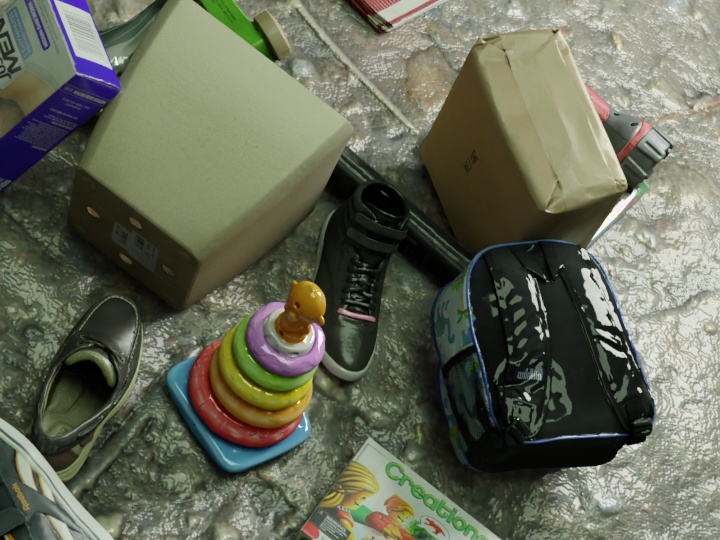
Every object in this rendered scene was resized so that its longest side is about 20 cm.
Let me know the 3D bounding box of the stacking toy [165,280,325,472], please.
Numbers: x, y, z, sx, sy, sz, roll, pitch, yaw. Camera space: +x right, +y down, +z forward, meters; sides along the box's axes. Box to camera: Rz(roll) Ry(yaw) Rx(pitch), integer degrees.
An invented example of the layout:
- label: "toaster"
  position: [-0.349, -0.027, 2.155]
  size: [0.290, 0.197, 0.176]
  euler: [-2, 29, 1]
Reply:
- label: "stacking toy"
  position: [-0.073, 0.069, 1.564]
  size: [0.109, 0.200, 0.116]
  euler: [-23, 68, -37]

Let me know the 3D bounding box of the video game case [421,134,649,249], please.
- label: "video game case"
  position: [0.188, -0.111, 1.955]
  size: [0.200, 0.022, 0.182]
  euler: [44, 48, 7]

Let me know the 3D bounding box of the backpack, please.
- label: "backpack"
  position: [0.153, 0.084, 1.704]
  size: [0.182, 0.147, 0.201]
  euler: [-2, 66, -27]

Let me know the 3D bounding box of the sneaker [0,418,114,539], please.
- label: "sneaker"
  position: [-0.274, 0.192, 1.450]
  size: [0.200, 0.079, 0.079]
  euler: [44, 43, 5]

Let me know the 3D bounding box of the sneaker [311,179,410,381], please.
- label: "sneaker"
  position: [0.000, 0.000, 1.722]
  size: [0.070, 0.099, 0.201]
  euler: [17, 51, -18]

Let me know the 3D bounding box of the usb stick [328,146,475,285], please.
- label: "usb stick"
  position: [0.039, -0.050, 1.810]
  size: [0.200, 0.056, 0.033]
  euler: [41, 65, 5]

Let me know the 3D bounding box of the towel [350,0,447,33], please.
- label: "towel"
  position: [0.005, -0.355, 2.042]
  size: [0.200, 0.023, 0.144]
  euler: [48, 47, 9]

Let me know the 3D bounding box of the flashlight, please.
- label: "flashlight"
  position: [0.241, -0.175, 1.972]
  size: [0.200, 0.068, 0.068]
  euler: [42, 51, 6]

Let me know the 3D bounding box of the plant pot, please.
- label: "plant pot"
  position: [-0.154, -0.087, 1.651]
  size: [0.200, 0.200, 0.177]
  euler: [38, 65, 3]

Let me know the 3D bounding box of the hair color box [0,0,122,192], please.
- label: "hair color box"
  position: [-0.310, -0.147, 1.601]
  size: [0.065, 0.200, 0.110]
  euler: [16, 43, -54]

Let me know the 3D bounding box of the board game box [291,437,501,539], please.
- label: "board game box"
  position: [0.051, 0.252, 1.605]
  size: [0.200, 0.035, 0.126]
  euler: [37, 47, 2]

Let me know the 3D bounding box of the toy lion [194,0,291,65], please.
- label: "toy lion"
  position: [-0.101, -0.193, 1.774]
  size: [0.068, 0.192, 0.200]
  euler: [-32, 53, -3]

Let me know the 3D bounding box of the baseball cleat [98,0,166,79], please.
- label: "baseball cleat"
  position: [-0.240, -0.221, 1.781]
  size: [0.106, 0.070, 0.200]
  euler: [14, 30, 14]

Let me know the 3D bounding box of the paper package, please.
- label: "paper package"
  position: [0.155, -0.100, 1.792]
  size: [0.103, 0.200, 0.192]
  euler: [-13, 68, -20]

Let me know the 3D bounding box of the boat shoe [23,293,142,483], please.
- label: "boat shoe"
  position: [-0.226, 0.091, 1.558]
  size: [0.073, 0.065, 0.201]
  euler: [24, 48, -7]
